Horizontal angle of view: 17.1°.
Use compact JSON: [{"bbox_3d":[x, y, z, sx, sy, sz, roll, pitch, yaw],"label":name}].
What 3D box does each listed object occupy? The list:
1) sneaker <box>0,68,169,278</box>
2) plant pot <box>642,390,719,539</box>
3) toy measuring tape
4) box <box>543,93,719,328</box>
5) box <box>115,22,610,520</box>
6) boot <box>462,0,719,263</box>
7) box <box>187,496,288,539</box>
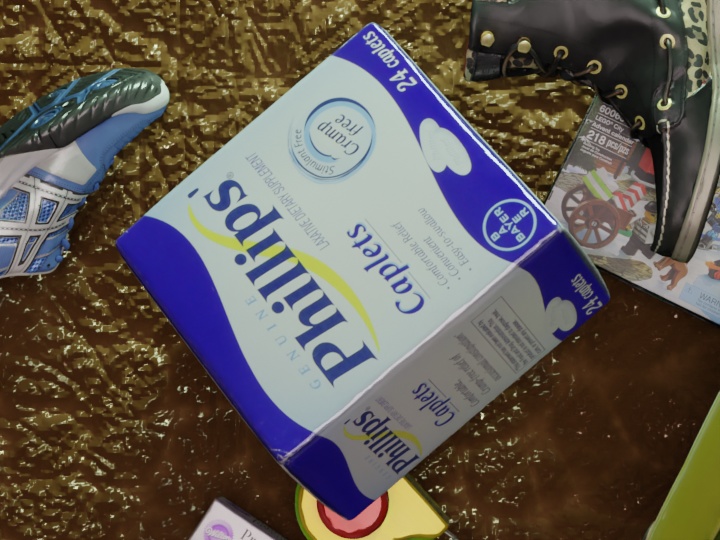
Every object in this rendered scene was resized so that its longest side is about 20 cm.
[{"bbox_3d":[-0.191,-0.046,1.410,0.200,0.076,0.077,-36,109,2],"label":"sneaker"},{"bbox_3d":[0.273,0.112,1.284,0.181,0.199,0.200,27,123,11],"label":"plant pot"},{"bbox_3d":[0.022,0.162,1.385,0.074,0.074,0.200,-43,86,2],"label":"toy measuring tape"},{"bbox_3d":[0.217,-0.038,1.392,0.200,0.038,0.137,25,90,4],"label":"box"},{"bbox_3d":[0.000,0.000,1.339,0.200,0.105,0.184,-41,60,2],"label":"box"},{"bbox_3d":[0.133,-0.109,1.343,0.150,0.073,0.200,6,83,2],"label":"boot"},{"bbox_3d":[-0.012,0.203,1.400,0.200,0.039,0.041,34,90,4],"label":"box"}]
